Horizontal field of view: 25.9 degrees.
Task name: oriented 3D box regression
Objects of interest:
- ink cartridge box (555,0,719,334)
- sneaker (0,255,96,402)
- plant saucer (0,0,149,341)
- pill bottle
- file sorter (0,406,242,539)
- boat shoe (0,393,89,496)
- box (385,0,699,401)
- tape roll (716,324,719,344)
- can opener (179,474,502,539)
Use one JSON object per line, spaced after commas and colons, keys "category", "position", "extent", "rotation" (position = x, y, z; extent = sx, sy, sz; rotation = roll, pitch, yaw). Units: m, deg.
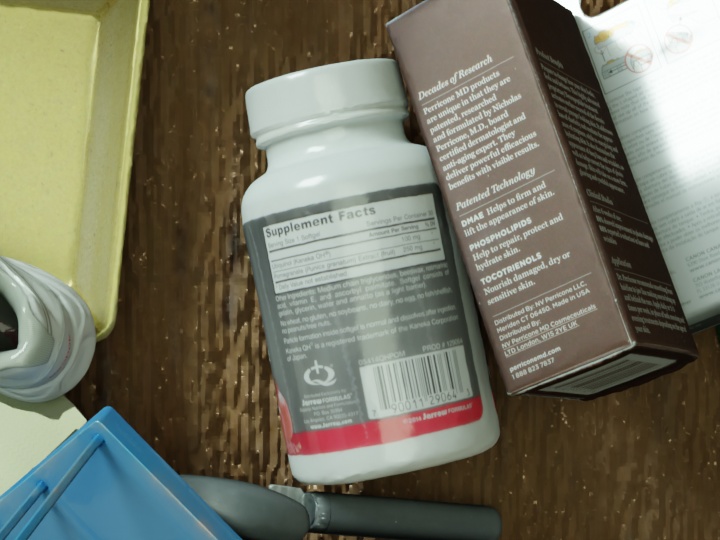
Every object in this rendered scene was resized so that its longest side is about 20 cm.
{"category": "ink cartridge box", "position": [0.175, -0.077, 0.816], "extent": [0.162, 0.057, 0.202], "rotation": [-24, 69, 25]}
{"category": "sneaker", "position": [-0.220, -0.004, 0.732], "extent": [0.199, 0.099, 0.078], "rotation": [21, 83, 1]}
{"category": "plant saucer", "position": [-0.214, -0.072, 0.811], "extent": [0.198, 0.048, 0.202], "rotation": [6, 87, -3]}
{"category": "pill bottle", "position": [0.000, 0.000, 0.793], "extent": [0.110, 0.111, 0.202], "rotation": [-11, 88, -5]}
{"category": "file sorter", "position": [-0.149, 0.189, 0.715], "extent": [0.139, 0.123, 0.200], "rotation": [46, 124, -8]}
{"category": "boat shoe", "position": [-0.143, 0.123, 0.801], "extent": [0.074, 0.063, 0.201], "rotation": [-45, 95, -6]}
{"category": "box", "position": [0.090, -0.040, 0.776], "extent": [0.075, 0.100, 0.202], "rotation": [-23, 73, 26]}
{"category": "tape roll", "position": [0.295, 0.017, 0.847], "extent": [0.198, 0.048, 0.202], "rotation": [0, 87, -4]}
{"category": "can opener", "position": [-0.012, 0.137, 0.782], "extent": [0.199, 0.066, 0.053], "rotation": [10, 78, -29]}
